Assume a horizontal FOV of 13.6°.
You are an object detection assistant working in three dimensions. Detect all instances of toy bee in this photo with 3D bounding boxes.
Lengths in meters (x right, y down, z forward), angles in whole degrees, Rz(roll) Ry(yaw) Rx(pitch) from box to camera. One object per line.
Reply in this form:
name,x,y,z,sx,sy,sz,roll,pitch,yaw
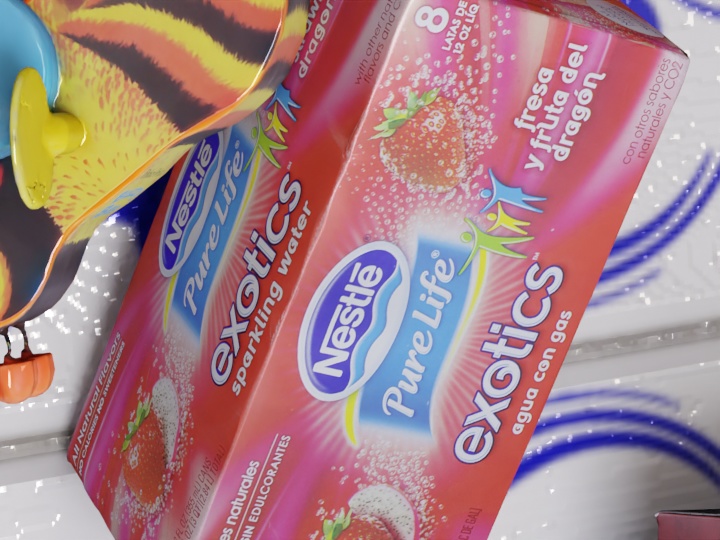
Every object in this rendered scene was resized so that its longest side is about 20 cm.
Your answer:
toy bee,-0.090,-0.026,0.829,0.131,0.199,0.109,-26,90,-58

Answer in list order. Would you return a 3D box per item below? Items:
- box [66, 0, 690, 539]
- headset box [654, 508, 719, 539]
box,0.000,0.000,0.869,0.095,0.100,0.201,12,110,-29
headset box,0.167,0.156,0.940,0.148,0.077,0.202,3,87,-35
